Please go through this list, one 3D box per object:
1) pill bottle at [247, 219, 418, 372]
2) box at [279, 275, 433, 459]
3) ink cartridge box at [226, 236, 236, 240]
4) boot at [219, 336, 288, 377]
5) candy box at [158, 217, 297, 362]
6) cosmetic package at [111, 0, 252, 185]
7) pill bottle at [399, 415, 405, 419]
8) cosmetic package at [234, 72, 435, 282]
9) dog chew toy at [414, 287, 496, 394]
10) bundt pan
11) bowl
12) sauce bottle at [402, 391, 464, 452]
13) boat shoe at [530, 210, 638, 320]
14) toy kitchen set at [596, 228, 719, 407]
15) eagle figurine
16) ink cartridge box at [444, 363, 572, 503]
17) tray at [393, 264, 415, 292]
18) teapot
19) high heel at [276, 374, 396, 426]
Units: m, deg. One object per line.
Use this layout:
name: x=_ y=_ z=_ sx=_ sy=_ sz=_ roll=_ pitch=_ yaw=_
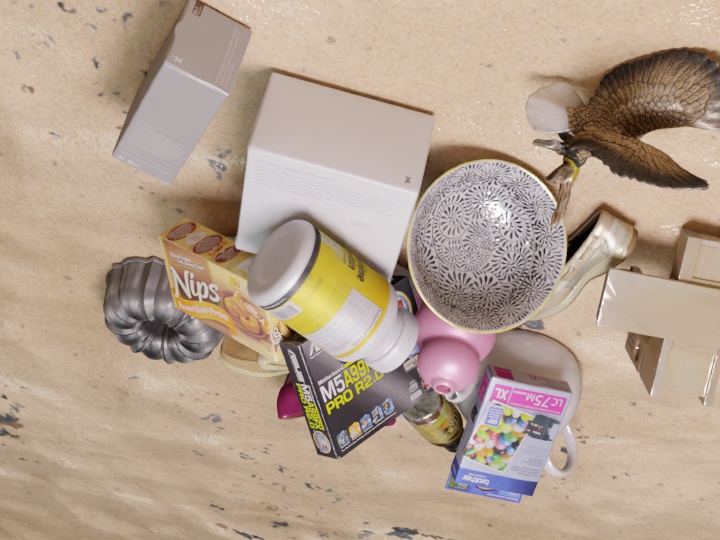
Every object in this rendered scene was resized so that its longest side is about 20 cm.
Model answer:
pill bottle: x=-0.028 y=0.036 z=1.505 sx=0.199 sy=0.113 sz=0.111 roll=36 pitch=140 yaw=-29
box: x=0.003 y=0.120 z=1.637 sx=0.044 sy=0.199 sz=0.162 roll=4 pitch=117 yaw=48
ink cartridge box: x=-0.158 y=0.017 z=1.749 sx=0.198 sy=0.068 sz=0.117 roll=-3 pitch=132 yaw=34
boot: x=-0.115 y=0.091 z=1.859 sx=0.197 sy=0.073 sz=0.156 roll=6 pitch=145 yaw=9
candy box: x=-0.164 y=0.023 z=1.624 sx=0.199 sy=0.055 sz=0.117 roll=25 pitch=136 yaw=37
cosmetic package: x=-0.205 y=-0.200 z=1.461 sx=0.089 sy=0.108 sz=0.200 roll=27 pitch=145 yaw=-17
pill bottle: x=0.046 y=0.141 z=1.825 sx=0.111 sy=0.114 sz=0.200 roll=1 pitch=154 yaw=18
cosmetic package: x=-0.033 y=-0.103 z=1.516 sx=0.197 sy=0.124 sz=0.201 roll=15 pitch=147 yaw=-1
dog chew toy: x=0.120 y=0.064 z=1.625 sx=0.123 sy=0.202 sz=0.125 roll=10 pitch=146 yaw=7
bundt pan: x=-0.291 y=0.070 z=1.894 sx=0.199 sy=0.076 sz=0.203 roll=11 pitch=145 yaw=7
bowl: x=0.138 y=-0.032 z=1.541 sx=0.199 sy=0.203 sz=0.094 roll=25 pitch=179 yaw=-15
sauce bottle: x=0.109 y=0.210 z=1.814 sx=0.064 sy=0.066 sz=0.200 roll=0 pitch=159 yaw=20
boat shoe: x=0.254 y=-0.008 z=1.595 sx=0.065 sy=0.073 sz=0.200 roll=33 pitch=136 yaw=-16
toy kitchen set: x=0.365 y=0.033 z=1.606 sx=0.161 sy=0.181 sz=0.203 roll=10 pitch=106 yaw=-2
eagle figurine: x=0.281 y=-0.140 z=1.339 sx=0.149 sy=0.154 sz=0.199 roll=-10 pitch=177 yaw=-30
ink cartridge box: x=0.197 y=0.231 z=1.736 sx=0.118 sy=0.042 sz=0.202 roll=12 pitch=115 yaw=-12
tray: x=0.000 y=0.000 z=1.737 sx=0.198 sy=0.022 sz=0.107 roll=25 pitch=143 yaw=-14
teapot: x=0.219 y=0.191 z=1.814 sx=0.197 sy=0.147 sz=0.198 roll=8 pitch=145 yaw=7
high heel: x=-0.039 y=0.225 z=1.997 sx=0.198 sy=0.097 sz=0.067 roll=24 pitch=145 yaw=-12
